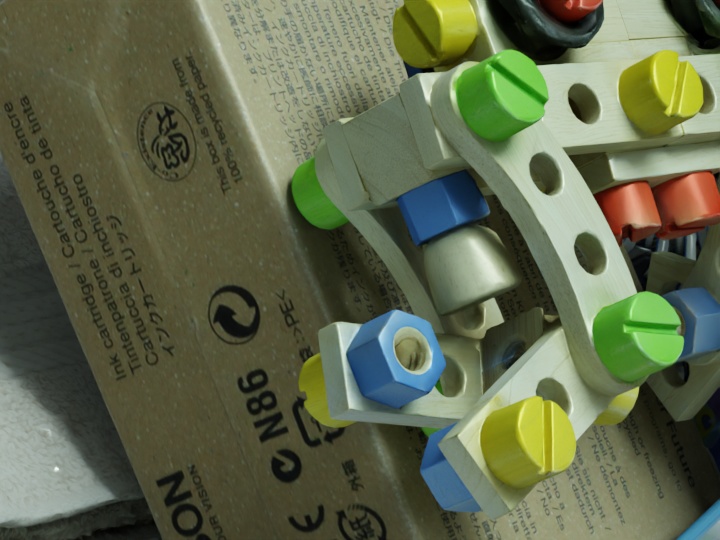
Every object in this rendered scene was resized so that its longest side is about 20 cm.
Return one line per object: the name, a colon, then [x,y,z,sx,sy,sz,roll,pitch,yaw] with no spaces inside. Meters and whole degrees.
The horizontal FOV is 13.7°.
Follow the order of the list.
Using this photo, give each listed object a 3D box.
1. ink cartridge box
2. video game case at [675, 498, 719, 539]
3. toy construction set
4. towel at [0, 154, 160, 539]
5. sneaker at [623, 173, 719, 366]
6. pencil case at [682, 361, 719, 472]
ink cartridge box: [0.000,0.000,0.781,0.165,0.075,0.200,-18,85,-59]
video game case: [0.135,0.156,0.760,0.143,0.018,0.200,-41,78,-17]
toy construction set: [0.062,-0.011,0.722,0.200,0.092,0.131,-1,70,-57]
towel: [-0.114,0.018,0.755,0.200,0.034,0.133,-10,55,-53]
sneaker: [0.092,-0.020,0.927,0.200,0.085,0.077,19,76,-48]
pencil case: [0.147,0.098,0.871,0.078,0.087,0.200,2,39,-9]
